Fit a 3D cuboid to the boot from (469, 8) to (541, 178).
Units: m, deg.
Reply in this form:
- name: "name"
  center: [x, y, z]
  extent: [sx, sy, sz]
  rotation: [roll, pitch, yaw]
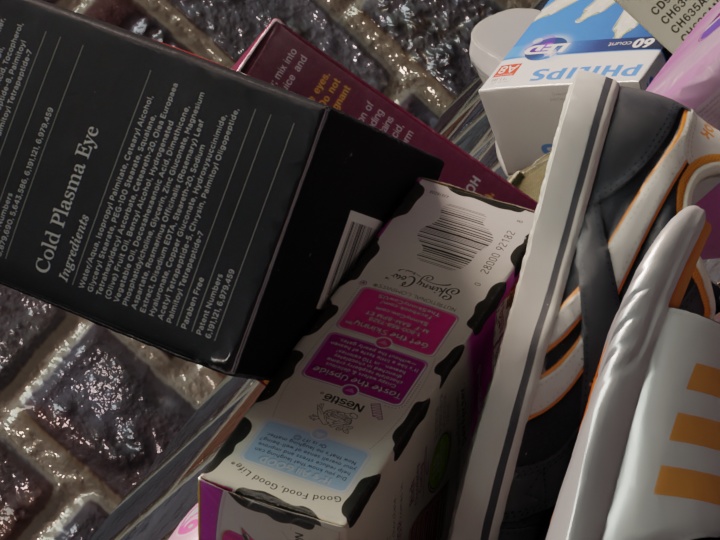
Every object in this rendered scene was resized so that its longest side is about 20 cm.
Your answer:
- name: "boot"
  center: [0.128, -0.078, 1.764]
  extent: [0.073, 0.096, 0.200]
  rotation: [-20, 31, -10]

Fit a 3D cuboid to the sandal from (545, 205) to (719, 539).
- name: "sandal"
  center: [0.077, 0.085, 0.812]
  extent: [0.079, 0.059, 0.208]
  rotation: [95, -168, -69]

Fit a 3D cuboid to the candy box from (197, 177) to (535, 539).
- name: "candy box"
  center: [0.005, 0.077, 1.138]
  extent: [0.200, 0.061, 0.137]
  rotation: [-55, -25, -48]

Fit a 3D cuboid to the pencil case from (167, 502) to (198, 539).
- name: "pencil case"
  center: [-0.066, 0.163, 1.396]
  extent: [0.200, 0.087, 0.087]
  rotation: [-50, 4, -30]

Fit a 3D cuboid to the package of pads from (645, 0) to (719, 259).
- name: "package of pads"
  center: [0.191, -0.099, 1.165]
  extent: [0.200, 0.076, 0.121]
  rotation: [-45, 6, 45]

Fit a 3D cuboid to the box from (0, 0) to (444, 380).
- name: "box"
  center: [-0.085, -0.034, 1.153]
  extent: [0.200, 0.181, 0.105]
  rotation: [16, -86, -76]

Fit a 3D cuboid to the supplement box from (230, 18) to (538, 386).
- name: "supplement box"
  center: [0.000, 0.000, 1.342]
  extent: [0.103, 0.200, 0.131]
  rotation: [-58, 8, -21]

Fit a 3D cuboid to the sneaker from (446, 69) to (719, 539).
- name: "sneaker"
  center: [0.088, 0.032, 1.102]
  extent: [0.078, 0.079, 0.201]
  rotation: [64, -137, -88]

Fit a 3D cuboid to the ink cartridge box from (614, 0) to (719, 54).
- name: "ink cartridge box"
  center: [0.179, -0.212, 1.493]
  extent: [0.147, 0.200, 0.145]
  rotation: [-46, 4, 32]

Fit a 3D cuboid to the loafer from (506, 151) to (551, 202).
- name: "loafer"
  center: [0.099, -0.030, 1.515]
  extent: [0.070, 0.075, 0.200]
  rotation: [-51, 2, 21]

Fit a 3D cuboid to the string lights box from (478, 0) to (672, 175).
- name: "string lights box"
  center: [0.157, -0.131, 1.679]
  extent: [0.102, 0.059, 0.200]
  rotation: [-1, 33, 32]
